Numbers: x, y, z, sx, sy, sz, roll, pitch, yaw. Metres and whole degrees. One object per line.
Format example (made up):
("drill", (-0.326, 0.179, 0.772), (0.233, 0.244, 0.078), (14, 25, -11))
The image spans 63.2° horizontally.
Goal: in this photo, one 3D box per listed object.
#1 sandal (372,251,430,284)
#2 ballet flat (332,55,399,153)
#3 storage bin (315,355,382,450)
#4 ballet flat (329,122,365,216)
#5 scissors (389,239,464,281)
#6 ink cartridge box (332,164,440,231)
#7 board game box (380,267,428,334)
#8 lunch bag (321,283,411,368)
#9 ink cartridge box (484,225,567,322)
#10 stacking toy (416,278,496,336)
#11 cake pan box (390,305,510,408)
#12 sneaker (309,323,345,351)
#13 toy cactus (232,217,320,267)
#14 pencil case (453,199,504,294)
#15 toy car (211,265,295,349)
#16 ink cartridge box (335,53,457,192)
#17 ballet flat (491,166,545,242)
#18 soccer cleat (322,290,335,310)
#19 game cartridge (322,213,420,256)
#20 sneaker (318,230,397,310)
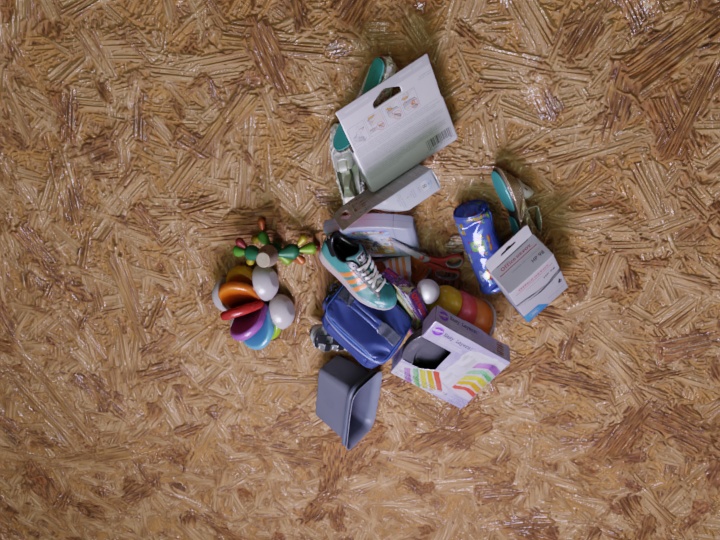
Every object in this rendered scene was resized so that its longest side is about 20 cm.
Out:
("sandal", (0.060, 0.014, 1.311), (0.200, 0.060, 0.081), (-9, 119, 18))
("ballet flat", (0.018, -0.307, 1.117), (0.076, 0.063, 0.202), (52, 122, 32))
("storage bin", (-0.034, 0.316, 1.481), (0.132, 0.144, 0.206), (28, 128, 28))
("ballet flat", (-0.022, -0.197, 1.201), (0.069, 0.072, 0.206), (-5, 119, 16))
("scissors", (0.137, -0.019, 1.256), (0.194, 0.014, 0.074), (10, 129, -22))
("ink cartridge box", (0.045, -0.132, 1.126), (0.197, 0.160, 0.048), (-35, 109, 0))
("board game box", (0.116, 0.096, 1.261), (0.032, 0.119, 0.203), (-37, 125, -14))
("lunch bag", (0.008, 0.103, 1.274), (0.199, 0.137, 0.133), (40, 161, 2))
("ink cartridge box", (0.332, 0.011, 1.163), (0.115, 0.067, 0.199), (-42, 143, 6))
("stacking toy", (0.186, 0.078, 1.244), (0.144, 0.149, 0.199), (-30, 126, 27))
("cake pan box", (0.182, 0.183, 1.216), (0.196, 0.053, 0.186), (29, 126, -12))
("sneaker", (-0.032, 0.159, 1.421), (0.194, 0.088, 0.077), (15, 99, -22))
("toy cactus", (-0.191, -0.048, 1.280), (0.193, 0.165, 0.106), (9, 103, 2))
("pencil case", (0.259, -0.048, 1.215), (0.085, 0.079, 0.204), (-9, 119, 34))
("toy car", (-0.263, 0.098, 1.382), (0.170, 0.151, 0.204), (-18, 116, 22))
("ink cartridge box", (0.065, -0.273, 1.084), (0.196, 0.045, 0.179), (-31, 124, -1))
("ballet flat", (0.321, -0.128, 1.172), (0.064, 0.071, 0.204), (-28, 116, -2))
("soccer cleat", (0.003, 0.104, 1.389), (0.194, 0.066, 0.084), (20, 153, -4))
("game cartridge", (0.023, -0.073, 1.244), (0.193, 0.043, 0.134), (-1, 159, 14))
("sneaker", (0.000, 0.000, 1.201), (0.198, 0.072, 0.080), (38, 145, 4))
